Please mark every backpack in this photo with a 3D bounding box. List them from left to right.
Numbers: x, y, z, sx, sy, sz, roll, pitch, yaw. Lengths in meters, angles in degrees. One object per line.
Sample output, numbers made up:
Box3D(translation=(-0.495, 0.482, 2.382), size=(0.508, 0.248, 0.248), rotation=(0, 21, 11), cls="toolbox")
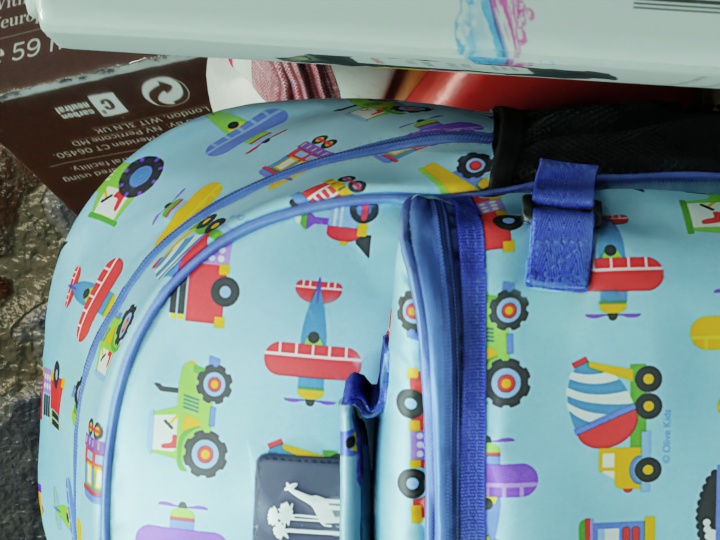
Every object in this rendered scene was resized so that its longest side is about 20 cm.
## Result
Box3D(translation=(0.018, 0.046, 0.660), size=(0.135, 0.199, 0.183), rotation=(-101, 15, -78), cls="backpack")

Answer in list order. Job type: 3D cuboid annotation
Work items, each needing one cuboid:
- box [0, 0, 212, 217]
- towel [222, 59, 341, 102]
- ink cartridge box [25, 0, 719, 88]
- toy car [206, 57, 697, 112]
Box3D(translation=(-0.059, -0.132, 1.169), size=(0.164, 0.165, 0.201), rotation=(47, -142, -53), cls="box")
Box3D(translation=(-0.074, -0.138, 0.839), size=(0.200, 0.023, 0.144), rotation=(45, 158, 48), cls="towel")
Box3D(translation=(0.030, -0.117, 0.597), size=(0.083, 0.199, 0.146), rotation=(-150, 64, -87), cls="ink cartridge box")
Box3D(translation=(0.048, -0.022, 0.880), size=(0.150, 0.175, 0.201), rotation=(-27, 50, 43), cls="toy car")
